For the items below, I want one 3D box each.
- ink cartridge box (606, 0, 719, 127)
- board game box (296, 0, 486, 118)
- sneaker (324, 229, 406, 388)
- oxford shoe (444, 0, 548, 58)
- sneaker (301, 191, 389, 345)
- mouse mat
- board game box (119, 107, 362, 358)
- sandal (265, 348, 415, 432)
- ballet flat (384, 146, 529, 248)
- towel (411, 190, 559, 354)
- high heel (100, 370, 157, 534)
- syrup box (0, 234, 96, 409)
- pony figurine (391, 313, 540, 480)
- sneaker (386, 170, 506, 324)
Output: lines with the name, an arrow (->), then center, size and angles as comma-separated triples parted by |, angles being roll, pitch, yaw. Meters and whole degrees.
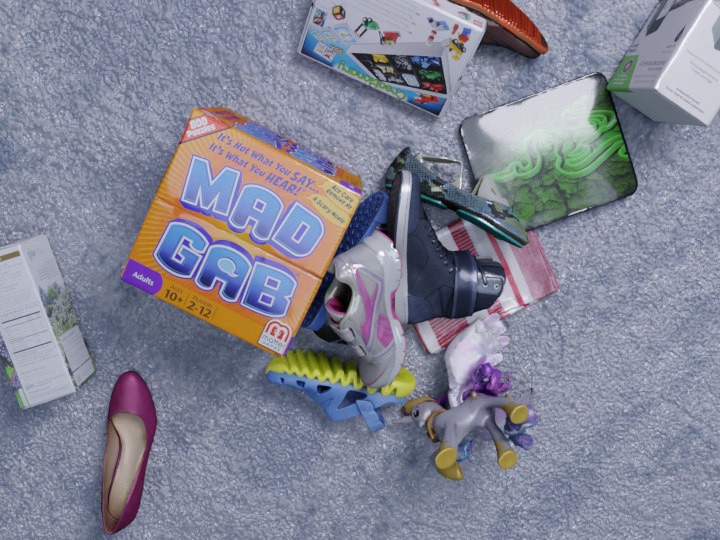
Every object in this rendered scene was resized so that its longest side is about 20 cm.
ink cartridge box -> 0.393, -0.277, 0.891 | 0.083, 0.146, 0.202 | 29, 100, -10
board game box -> 0.034, -0.278, 0.922 | 0.198, 0.035, 0.127 | 24, 132, -5
sneaker -> -0.002, 0.055, 0.926 | 0.087, 0.081, 0.203 | -16, 115, -23
oxford shoe -> 0.134, -0.303, 0.940 | 0.198, 0.072, 0.073 | 27, 128, -8
sneaker -> 0.000, 0.000, 0.995 | 0.077, 0.070, 0.202 | 28, 94, -29
mouse mat -> 0.238, -0.144, 0.979 | 0.197, 0.008, 0.163 | -19, 93, 1
board game box -> -0.127, -0.055, 0.910 | 0.198, 0.200, 0.202 | 26, 101, -6
sandal -> -0.030, 0.161, 1.018 | 0.197, 0.080, 0.088 | 13, 105, -1
ballet flat -> 0.126, -0.097, 0.956 | 0.198, 0.074, 0.075 | 25, 101, 8
towel -> 0.144, 0.006, 1.013 | 0.198, 0.023, 0.146 | -27, 99, 6
high heel -> -0.311, 0.240, 1.022 | 0.066, 0.096, 0.204 | 0, 101, 0
syrup box -> -0.421, 0.063, 0.996 | 0.080, 0.079, 0.203 | -17, 101, 4
pony figurine -> 0.143, 0.173, 0.973 | 0.191, 0.200, 0.168 | -28, 105, -7
sneaker -> 0.104, -0.029, 0.938 | 0.144, 0.077, 0.205 | -3, 121, -1
